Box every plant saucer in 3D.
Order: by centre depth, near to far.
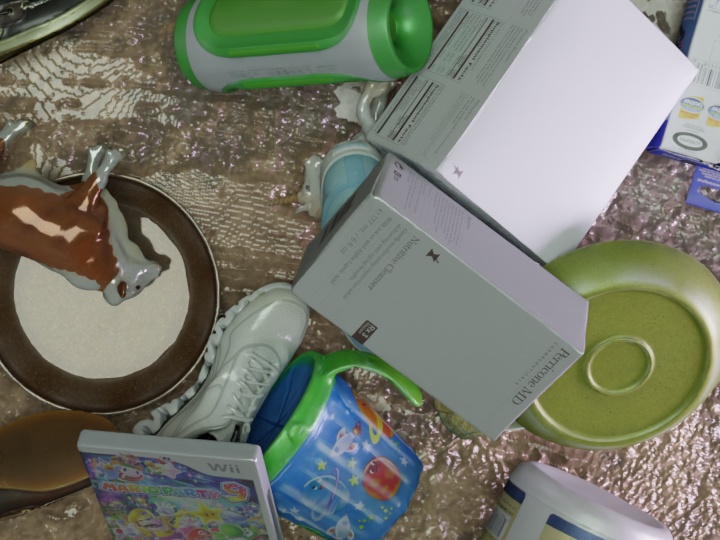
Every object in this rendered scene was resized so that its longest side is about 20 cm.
[{"bbox_3d":[0.202,0.069,1.572,0.200,0.031,0.200,-4,122,-6],"label":"plant saucer"},{"bbox_3d":[-0.214,0.018,1.634,0.200,0.037,0.201,0,94,0],"label":"plant saucer"}]

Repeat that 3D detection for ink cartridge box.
[{"bbox_3d":[0.317,-0.145,1.610,0.136,0.076,0.200,16,92,-1],"label":"ink cartridge box"}]

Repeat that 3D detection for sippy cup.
[{"bbox_3d":[-0.026,0.156,1.605,0.130,0.178,0.140,38,55,-14],"label":"sippy cup"}]

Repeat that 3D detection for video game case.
[{"bbox_3d":[-0.136,0.195,1.573,0.143,0.200,0.018,4,51,11],"label":"video game case"}]

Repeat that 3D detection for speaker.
[{"bbox_3d":[-0.047,-0.185,1.557,0.200,0.088,0.089,-1,95,32],"label":"speaker"}]

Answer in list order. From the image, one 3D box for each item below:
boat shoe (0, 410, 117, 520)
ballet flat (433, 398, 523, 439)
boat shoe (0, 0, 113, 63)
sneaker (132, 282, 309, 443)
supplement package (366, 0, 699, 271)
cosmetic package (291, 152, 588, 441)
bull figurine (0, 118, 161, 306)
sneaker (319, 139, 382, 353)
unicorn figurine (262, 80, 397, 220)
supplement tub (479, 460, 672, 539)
[{"bbox_3d":[-0.289,0.167,1.630,0.200,0.070,0.071,-12,61,4],"label":"boat shoe"},{"bbox_3d":[0.159,0.093,1.636,0.200,0.071,0.071,-16,94,0],"label":"ballet flat"},{"bbox_3d":[-0.292,-0.204,1.600,0.201,0.072,0.066,-25,99,5],"label":"boat shoe"},{"bbox_3d":[-0.103,0.101,1.600,0.075,0.081,0.200,36,91,-30],"label":"sneaker"},{"bbox_3d":[0.136,-0.130,1.552,0.156,0.111,0.200,37,86,-34],"label":"supplement package"},{"bbox_3d":[0.062,0.020,1.486,0.200,0.081,0.113,36,118,-9],"label":"cosmetic package"},{"bbox_3d":[-0.247,-0.051,1.580,0.200,0.065,0.122,18,89,-4],"label":"bull figurine"},{"bbox_3d":[0.000,0.000,1.579,0.074,0.082,0.200,-9,125,4],"label":"sneaker"},{"bbox_3d":[0.028,-0.103,1.607,0.200,0.074,0.138,5,105,-7],"label":"unicorn figurine"},{"bbox_3d":[0.150,0.271,1.602,0.144,0.144,0.200,26,93,-2],"label":"supplement tub"}]
